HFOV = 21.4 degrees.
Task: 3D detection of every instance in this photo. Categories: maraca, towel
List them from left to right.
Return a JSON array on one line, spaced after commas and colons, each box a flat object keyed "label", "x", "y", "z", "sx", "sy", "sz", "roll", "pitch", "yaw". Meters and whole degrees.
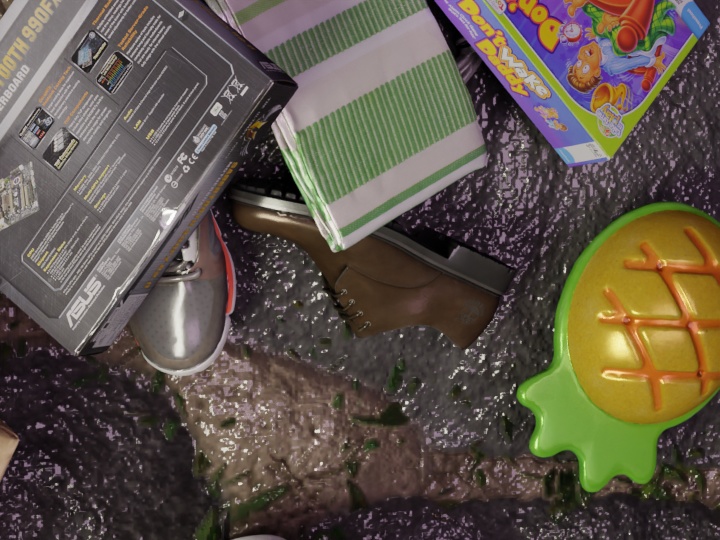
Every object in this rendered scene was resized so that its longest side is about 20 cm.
[{"label": "towel", "x": -0.009, "y": -0.129, "z": 1.178, "sx": 0.152, "sy": 0.023, "sz": 0.201, "roll": -31, "pitch": 97, "yaw": -34}, {"label": "maraca", "x": 0.185, "y": 0.050, "z": 1.274, "sx": 0.137, "sy": 0.107, "sz": 0.201, "roll": 34, "pitch": 84, "yaw": -13}]

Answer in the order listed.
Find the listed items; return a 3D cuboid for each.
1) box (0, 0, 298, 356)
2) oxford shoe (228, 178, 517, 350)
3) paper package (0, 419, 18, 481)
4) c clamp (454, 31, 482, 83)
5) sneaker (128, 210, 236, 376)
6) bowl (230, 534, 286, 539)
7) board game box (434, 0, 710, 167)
[{"label": "box", "x": -0.156, "y": -0.076, "z": 1.100, "sx": 0.158, "sy": 0.048, "sz": 0.200, "roll": 39, "pitch": 101, "yaw": 13}, {"label": "oxford shoe", "x": 0.000, "y": 0.000, "z": 1.222, "sx": 0.199, "sy": 0.073, "sz": 0.085, "roll": 23, "pitch": 96, "yaw": -17}, {"label": "paper package", "x": -0.287, "y": 0.153, "z": 1.067, "sx": 0.103, "sy": 0.190, "sz": 0.201, "roll": 25, "pitch": 85, "yaw": -21}, {"label": "c clamp", "x": 0.031, "y": -0.201, "z": 1.235, "sx": 0.170, "sy": 0.027, "sz": 0.201, "roll": -21, "pitch": 102, "yaw": -17}, {"label": "sneaker", "x": -0.121, "y": -0.035, "z": 1.157, "sx": 0.076, "sy": 0.082, "sz": 0.202, "roll": -4, "pitch": 92, "yaw": 4}, {"label": "bowl", "x": -0.064, "y": 0.231, "z": 1.189, "sx": 0.199, "sy": 0.201, "sz": 0.108, "roll": -11, "pitch": 56, "yaw": -19}, {"label": "board game box", "x": 0.125, "y": -0.187, "z": 1.241, "sx": 0.200, "sy": 0.045, "sz": 0.135, "roll": 48, "pitch": 64, "yaw": -20}]
